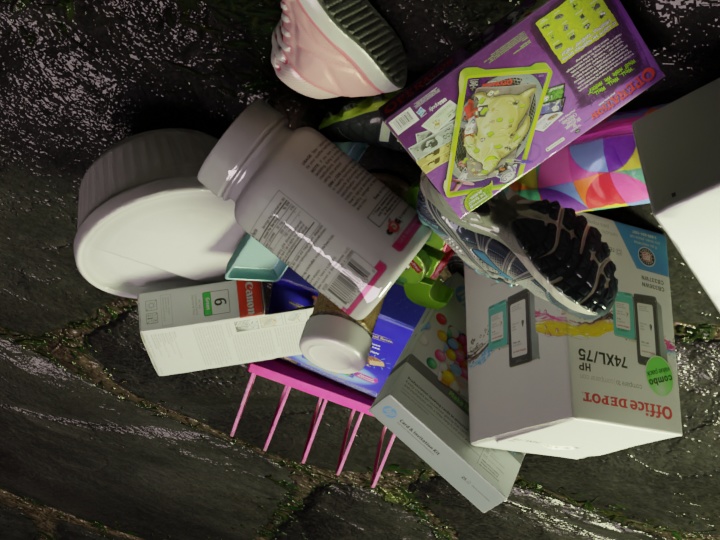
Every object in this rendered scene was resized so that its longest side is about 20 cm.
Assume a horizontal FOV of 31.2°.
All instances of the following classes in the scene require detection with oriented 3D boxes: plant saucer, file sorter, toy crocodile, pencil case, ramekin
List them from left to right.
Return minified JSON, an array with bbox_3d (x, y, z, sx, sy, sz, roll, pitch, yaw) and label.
[{"bbox_3d":[-0.199,-0.061,1.327,0.201,0.095,0.203,-13,150,-7],"label":"ramekin"},{"bbox_3d":[-0.068,-0.063,1.289,0.070,0.019,0.200,3,136,-39],"label":"plant saucer"},{"bbox_3d":[-0.048,0.164,1.600,0.199,0.139,0.126,20,116,-2],"label":"file sorter"},{"bbox_3d":[0.075,-0.048,1.239,0.061,0.068,0.201,23,127,13],"label":"toy crocodile"},{"bbox_3d":[0.202,-0.093,1.120,0.199,0.089,0.088,-7,142,36],"label":"pencil case"}]

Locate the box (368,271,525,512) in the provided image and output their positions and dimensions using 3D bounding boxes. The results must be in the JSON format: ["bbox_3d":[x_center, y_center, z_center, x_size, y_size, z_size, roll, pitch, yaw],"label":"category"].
[{"bbox_3d":[0.109,0.118,1.290,0.156,0.200,0.041,42,131,-8],"label":"box"}]

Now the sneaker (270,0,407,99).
[{"bbox_3d":[-0.048,-0.209,1.069,0.104,0.076,0.200,-6,147,29],"label":"sneaker"}]

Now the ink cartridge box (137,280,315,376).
[{"bbox_3d":[-0.133,0.056,1.397,0.199,0.051,0.109,-9,150,-2],"label":"ink cartridge box"}]

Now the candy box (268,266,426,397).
[{"bbox_3d":[-0.016,0.053,1.459,0.168,0.077,0.200,22,152,2],"label":"candy box"}]

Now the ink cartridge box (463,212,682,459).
[{"bbox_3d":[0.199,0.066,1.235,0.146,0.201,0.146,12,158,-33],"label":"ink cartridge box"}]

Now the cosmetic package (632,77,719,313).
[{"bbox_3d":[0.344,-0.057,0.976,0.199,0.123,0.200,-26,125,22],"label":"cosmetic package"}]

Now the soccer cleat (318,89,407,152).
[{"bbox_3d":[0.048,-0.128,1.150,0.199,0.067,0.081,-7,112,37],"label":"soccer cleat"}]

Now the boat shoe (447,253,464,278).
[{"bbox_3d":[0.154,0.042,1.393,0.070,0.067,0.200,-9,141,40],"label":"boat shoe"}]

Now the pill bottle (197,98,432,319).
[{"bbox_3d":[-0.043,-0.058,1.176,0.200,0.114,0.113,39,150,-1],"label":"pill bottle"}]

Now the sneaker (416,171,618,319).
[{"bbox_3d":[0.133,-0.024,1.120,0.200,0.078,0.086,39,148,9],"label":"sneaker"}]

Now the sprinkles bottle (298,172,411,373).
[{"bbox_3d":[0.000,0.000,1.272,0.068,0.201,0.068,14,151,8],"label":"sprinkles bottle"}]

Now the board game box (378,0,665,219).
[{"bbox_3d":[0.127,-0.140,1.012,0.199,0.032,0.120,-35,121,10],"label":"board game box"}]
